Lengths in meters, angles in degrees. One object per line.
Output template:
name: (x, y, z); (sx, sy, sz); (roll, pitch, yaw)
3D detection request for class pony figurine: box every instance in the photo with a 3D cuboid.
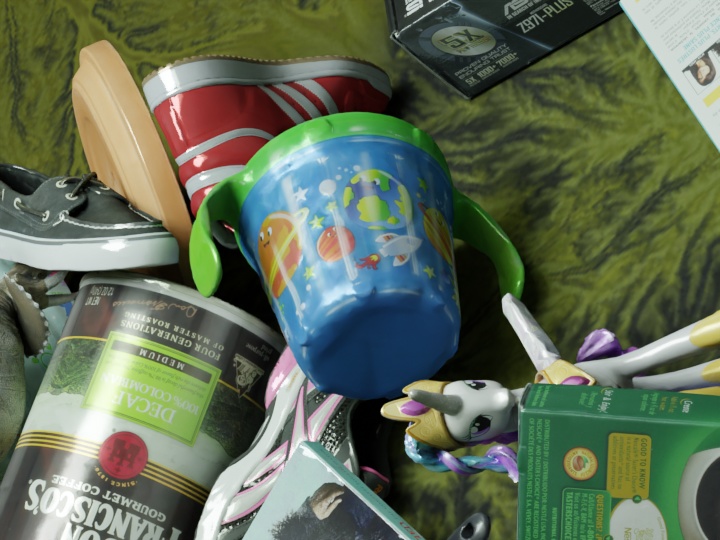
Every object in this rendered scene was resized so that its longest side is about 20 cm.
pony figurine: (0.124, 0.074, 1.443); (0.199, 0.193, 0.167); (-10, 73, 11)

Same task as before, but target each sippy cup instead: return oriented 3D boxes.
sippy cup: (0.000, 0.000, 1.590); (0.177, 0.140, 0.131); (-21, 47, 6)

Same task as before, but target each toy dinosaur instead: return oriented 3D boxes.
toy dinosaur: (-0.244, 0.073, 1.669); (0.102, 0.077, 0.201); (11, 76, 7)

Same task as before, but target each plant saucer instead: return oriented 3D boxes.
plant saucer: (-0.143, -0.048, 1.748); (0.032, 0.201, 0.200); (-21, 43, -10)

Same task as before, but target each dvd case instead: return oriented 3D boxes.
dvd case: (-0.032, 0.218, 1.534); (0.146, 0.022, 0.200); (41, 109, 33)

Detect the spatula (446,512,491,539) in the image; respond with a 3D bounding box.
spatula: (0.010, 0.201, 1.537); (0.200, 0.021, 0.057); (-46, 42, 26)

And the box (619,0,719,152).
box: (0.227, -0.112, 1.555); (0.082, 0.049, 0.200); (-41, 43, 15)

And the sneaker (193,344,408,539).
sneaker: (-0.029, 0.130, 1.612); (0.086, 0.080, 0.201); (14, 79, 35)

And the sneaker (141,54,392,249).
sneaker: (-0.044, -0.073, 1.704); (0.071, 0.200, 0.113); (-30, 73, 41)

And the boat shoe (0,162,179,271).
boat shoe: (-0.180, -0.033, 1.672); (0.200, 0.068, 0.057); (8, 101, 52)

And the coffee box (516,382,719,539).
coffee box: (0.177, 0.124, 1.339); (0.199, 0.123, 0.044); (3, 18, 10)

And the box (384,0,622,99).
box: (0.111, -0.231, 1.712); (0.200, 0.086, 0.164); (-28, 48, 26)

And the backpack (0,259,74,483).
backpack: (-0.263, 0.055, 1.810); (0.200, 0.150, 0.178); (49, 130, 42)

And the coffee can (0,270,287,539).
coffee can: (-0.139, 0.120, 1.662); (0.146, 0.146, 0.201); (3, 66, 43)
